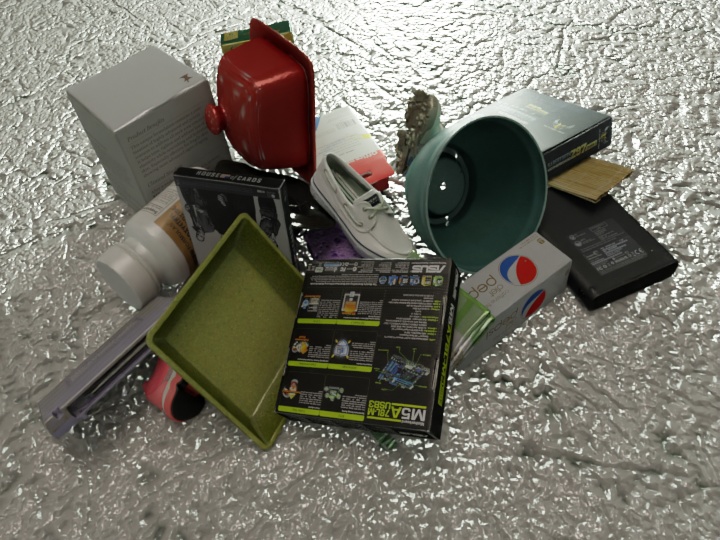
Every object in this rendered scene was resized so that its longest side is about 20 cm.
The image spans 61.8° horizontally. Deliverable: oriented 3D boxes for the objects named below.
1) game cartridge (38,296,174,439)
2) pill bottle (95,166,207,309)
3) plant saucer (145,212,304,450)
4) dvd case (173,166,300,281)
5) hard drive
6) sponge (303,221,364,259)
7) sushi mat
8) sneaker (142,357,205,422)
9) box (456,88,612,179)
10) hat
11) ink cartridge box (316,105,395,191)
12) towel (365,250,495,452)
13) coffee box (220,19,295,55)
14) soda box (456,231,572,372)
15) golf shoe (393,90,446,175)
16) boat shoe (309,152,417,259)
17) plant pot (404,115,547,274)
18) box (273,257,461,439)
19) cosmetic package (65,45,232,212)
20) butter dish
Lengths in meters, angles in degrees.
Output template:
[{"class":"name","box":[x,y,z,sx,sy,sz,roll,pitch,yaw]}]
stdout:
[{"class":"game cartridge","box":[-0.305,0.112,0.748,0.200,0.039,0.129,-46,18,-23]},{"class":"pill bottle","box":[-0.275,-0.047,0.872,0.112,0.116,0.201,24,56,26]},{"class":"plant saucer","box":[-0.139,0.073,0.727,0.047,0.201,0.202,-13,37,45]},{"class":"dvd case","box":[-0.153,-0.034,0.786,0.146,0.204,0.025,9,42,15]},{"class":"hard drive","box":[0.320,-0.048,0.844,0.136,0.033,0.202,-20,50,-9]},{"class":"sponge","box":[0.000,0.000,0.850,0.109,0.030,0.202,-21,50,-10]},{"class":"sushi mat","box":[0.305,-0.156,0.918,0.094,0.012,0.199,-31,38,-22]},{"class":"sneaker","box":[-0.213,0.082,0.766,0.085,0.074,0.204,11,65,30]},{"class":"box","box":[0.271,-0.220,0.960,0.155,0.052,0.200,-27,38,-16]},{"class":"hat","box":[-0.130,-0.079,0.866,0.196,0.083,0.202,21,23,-9]},{"class":"ink cartridge box","box":[-0.029,-0.173,0.977,0.113,0.068,0.202,-21,50,-10]},{"class":"towel","box":[0.045,0.088,0.716,0.149,0.031,0.201,39,90,34]},{"class":"coffee box","box":[-0.155,-0.309,1.022,0.119,0.203,0.045,-9,46,-1]},{"class":"soda box","box":[0.176,0.037,0.771,0.197,0.065,0.068,-33,53,-18]},{"class":"golf shoe","box":[0.109,-0.209,0.913,0.094,0.200,0.081,1,79,-5]},{"class":"boat shoe","box":[0.005,-0.080,0.826,0.199,0.067,0.073,41,51,14]},{"class":"plant pot","box":[0.141,-0.110,0.836,0.197,0.205,0.134,-28,24,-17]},{"class":"box","box":[0.009,0.083,0.698,0.195,0.047,0.199,-1,67,27]},{"class":"cosmetic package","box":[-0.322,-0.208,0.960,0.166,0.203,0.165,-38,54,-25]},{"class":"butter dish","box":[-0.160,-0.237,0.889,0.145,0.204,0.199,-23,47,-27]}]
